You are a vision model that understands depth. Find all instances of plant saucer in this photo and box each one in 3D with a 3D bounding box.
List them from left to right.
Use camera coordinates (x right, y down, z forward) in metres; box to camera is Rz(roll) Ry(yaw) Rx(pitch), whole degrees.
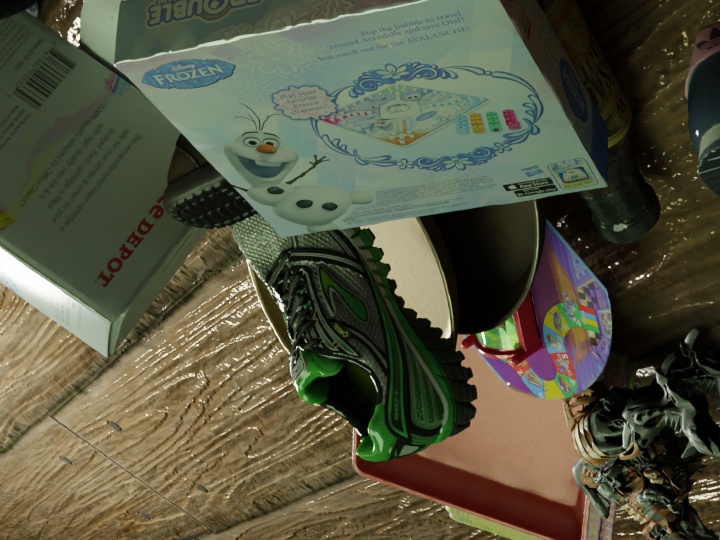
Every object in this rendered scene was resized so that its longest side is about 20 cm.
[{"bbox_3d":[0.000,0.000,1.144,0.200,0.035,0.201,28,131,38],"label":"plant saucer"},{"bbox_3d":[0.047,-0.058,1.107,0.200,0.034,0.201,28,131,39],"label":"plant saucer"},{"bbox_3d":[0.090,0.089,1.311,0.199,0.037,0.201,16,122,25],"label":"plant saucer"}]

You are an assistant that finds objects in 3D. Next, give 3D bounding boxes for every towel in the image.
[{"bbox_3d":[0.134,0.129,1.342,0.143,0.023,0.201,17,121,25],"label":"towel"}]

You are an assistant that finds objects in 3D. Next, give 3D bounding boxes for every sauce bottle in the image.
[{"bbox_3d":[0.118,-0.095,1.009,0.066,0.066,0.200,8,148,41],"label":"sauce bottle"}]

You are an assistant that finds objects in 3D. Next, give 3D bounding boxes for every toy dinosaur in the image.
[{"bbox_3d":[0.187,0.109,1.199,0.135,0.102,0.200,-29,117,36],"label":"toy dinosaur"}]

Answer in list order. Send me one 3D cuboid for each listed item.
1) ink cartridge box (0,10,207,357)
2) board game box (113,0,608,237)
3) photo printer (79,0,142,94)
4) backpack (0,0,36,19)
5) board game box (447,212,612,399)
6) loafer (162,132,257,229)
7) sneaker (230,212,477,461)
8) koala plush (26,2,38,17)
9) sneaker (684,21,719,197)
[{"bbox_3d":[-0.203,-0.060,1.178,0.199,0.146,0.083,35,157,4],"label":"ink cartridge box"},{"bbox_3d":[0.007,-0.091,0.919,0.199,0.044,0.199,-8,153,21],"label":"board game box"},{"bbox_3d":[-0.115,-0.127,1.211,0.166,0.070,0.200,31,155,4],"label":"photo printer"},{"bbox_3d":[-0.287,-0.260,1.103,0.166,0.127,0.201,3,142,21],"label":"backpack"},{"bbox_3d":[0.077,0.008,1.179,0.200,0.039,0.158,51,147,12],"label":"board game box"},{"bbox_3d":[-0.038,-0.092,1.055,0.199,0.071,0.073,-20,154,22],"label":"loafer"},{"bbox_3d":[-0.017,0.028,1.080,0.200,0.085,0.078,49,141,21],"label":"sneaker"},{"bbox_3d":[-0.344,-0.159,1.265,0.177,0.201,0.184,35,155,-5],"label":"koala plush"},{"bbox_3d":[0.222,-0.066,0.953,0.070,0.083,0.200,-13,157,17],"label":"sneaker"}]
